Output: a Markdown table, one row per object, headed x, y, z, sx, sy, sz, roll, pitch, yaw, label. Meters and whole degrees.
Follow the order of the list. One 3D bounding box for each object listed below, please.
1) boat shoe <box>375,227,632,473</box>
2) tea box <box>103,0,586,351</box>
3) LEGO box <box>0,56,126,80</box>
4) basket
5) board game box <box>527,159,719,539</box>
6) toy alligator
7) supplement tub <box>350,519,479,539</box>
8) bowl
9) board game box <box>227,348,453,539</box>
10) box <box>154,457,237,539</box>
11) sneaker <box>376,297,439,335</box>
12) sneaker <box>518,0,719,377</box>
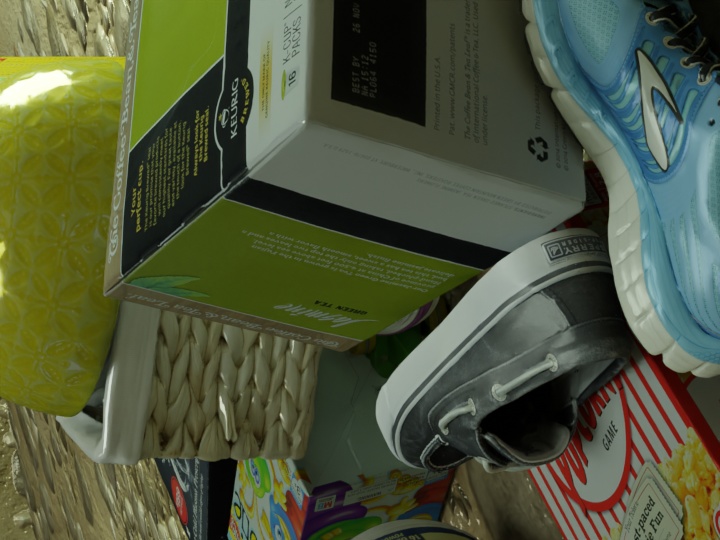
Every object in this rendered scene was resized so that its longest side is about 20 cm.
| x | y | z | sx | sy | sz | roll | pitch | yaw | label |
| --- | --- | --- | --- | --- | --- | --- | --- | --- | --- |
| 0.064 | 0.058 | 0.728 | 0.200 | 0.071 | 0.068 | -55 | 50 | 55 | boat shoe |
| -0.012 | -0.096 | 0.726 | 0.197 | 0.133 | 0.201 | -31 | 50 | 53 | tea box |
| -0.192 | -0.062 | 1.103 | 0.077 | 0.199 | 0.150 | -55 | -36 | -61 | LEGO box |
| -0.092 | 0.006 | 0.939 | 0.135 | 0.123 | 0.201 | -165 | 82 | -69 | basket |
| 0.125 | 0.073 | 0.734 | 0.152 | 0.046 | 0.201 | 102 | 149 | -49 | board game box |
| 0.000 | 0.000 | 1.004 | 0.054 | 0.059 | 0.201 | 103 | 147 | -51 | toy alligator |
| 0.057 | 0.235 | 0.880 | 0.200 | 0.144 | 0.146 | -146 | 46 | -61 | supplement tub |
| -0.200 | -0.024 | 0.907 | 0.200 | 0.107 | 0.202 | -173 | 90 | -70 | bowl |
| -0.018 | 0.149 | 1.085 | 0.201 | 0.102 | 0.105 | 101 | 149 | -49 | board game box |
| -0.102 | 0.099 | 1.279 | 0.182 | 0.103 | 0.201 | -121 | 27 | -43 | box |
| 0.024 | -0.054 | 0.885 | 0.200 | 0.074 | 0.100 | 117 | 155 | -49 | sneaker |
| 0.131 | -0.066 | 0.628 | 0.090 | 0.078 | 0.201 | -29 | 78 | 50 | sneaker |
